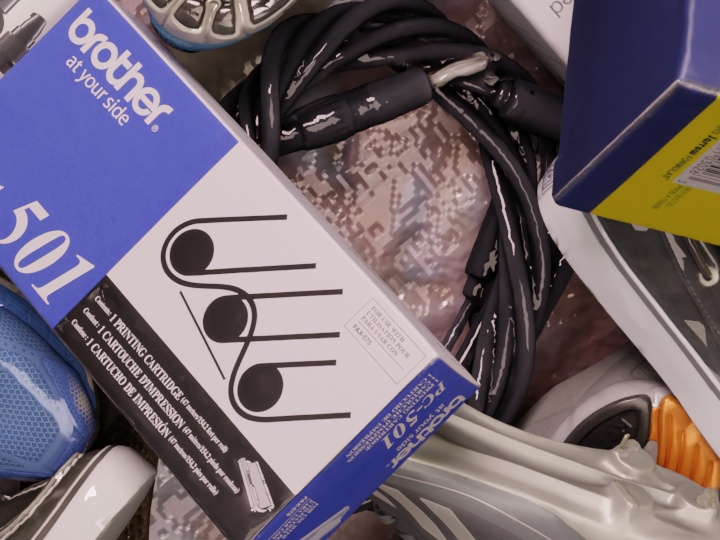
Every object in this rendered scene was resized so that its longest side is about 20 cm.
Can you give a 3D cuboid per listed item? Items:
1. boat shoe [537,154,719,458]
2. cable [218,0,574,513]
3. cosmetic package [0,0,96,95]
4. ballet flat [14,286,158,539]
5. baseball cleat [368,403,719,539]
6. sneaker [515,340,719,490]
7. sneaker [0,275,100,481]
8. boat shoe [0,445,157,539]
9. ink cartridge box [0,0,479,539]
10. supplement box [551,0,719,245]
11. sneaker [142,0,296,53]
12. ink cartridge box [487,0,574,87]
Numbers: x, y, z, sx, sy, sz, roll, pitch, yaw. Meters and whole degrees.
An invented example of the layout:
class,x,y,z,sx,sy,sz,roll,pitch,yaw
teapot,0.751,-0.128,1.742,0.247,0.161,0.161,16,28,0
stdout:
class,x,y,z,sx,sy,sz,roll,pitch,yaw
boat shoe,0.146,0.027,0.949,0.057,0.069,0.200,-34,106,33
cable,0.000,0.000,0.980,0.163,0.051,0.200,32,88,-29
cosmetic package,-0.186,-0.145,0.935,0.083,0.051,0.200,-45,106,1
ballet flat,-0.100,0.064,1.006,0.067,0.046,0.200,6,97,20
baseball cleat,0.029,0.090,0.943,0.200,0.070,0.107,21,118,3
sneaker,0.068,0.100,1.030,0.076,0.092,0.200,44,116,-11
sneaker,-0.188,0.025,0.944,0.200,0.089,0.079,28,106,-10
boat shoe,-0.152,0.118,0.961,0.064,0.071,0.200,46,120,0
ink cartridge box,-0.059,0.001,0.903,0.094,0.044,0.200,-44,62,4
supplement box,0.179,-0.067,0.883,0.200,0.110,0.109,13,67,-14
sneaker,-0.019,-0.159,0.952,0.078,0.090,0.200,40,74,-2
ink cartridge box,0.151,-0.098,0.990,0.145,0.084,0.200,-43,107,2
